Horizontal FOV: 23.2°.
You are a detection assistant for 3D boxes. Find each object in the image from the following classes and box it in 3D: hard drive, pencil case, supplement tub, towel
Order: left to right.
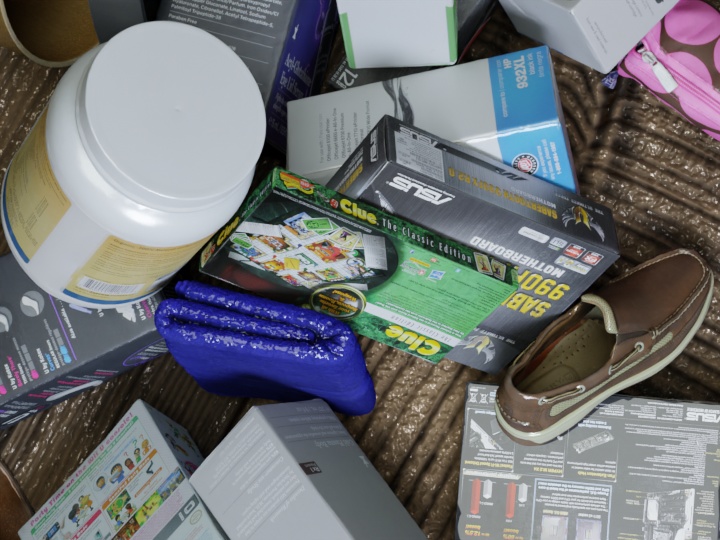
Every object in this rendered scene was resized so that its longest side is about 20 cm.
[{"bbox_3d":[-0.155,-0.069,1.189,0.143,0.200,0.146,9,68,-23],"label":"supplement tub"},{"bbox_3d":[-0.158,-0.223,1.310,0.042,0.200,0.136,16,79,2],"label":"hard drive"},{"bbox_3d":[-0.064,0.057,1.282,0.146,0.200,0.050,8,76,7],"label":"towel"},{"bbox_3d":[0.282,-0.122,1.285,0.199,0.094,0.091,35,111,11],"label":"pencil case"}]

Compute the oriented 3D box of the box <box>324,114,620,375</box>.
[{"bbox_3d":[0.059,-0.013,1.249,0.198,0.049,0.159,21,133,-25],"label":"box"}]

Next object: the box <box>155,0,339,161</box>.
[{"bbox_3d":[-0.080,-0.198,1.327,0.103,0.148,0.202,16,90,11],"label":"box"}]

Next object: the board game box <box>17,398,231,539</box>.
[{"bbox_3d":[-0.159,0.216,1.301,0.148,0.064,0.200,-46,44,7],"label":"board game box"}]

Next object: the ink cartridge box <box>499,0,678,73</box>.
[{"bbox_3d":[0.200,-0.249,1.278,0.200,0.068,0.116,-45,39,-8],"label":"ink cartridge box"}]

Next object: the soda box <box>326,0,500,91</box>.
[{"bbox_3d":[0.060,-0.201,1.341,0.063,0.071,0.201,37,93,12],"label":"soda box"}]

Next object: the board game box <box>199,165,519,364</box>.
[{"bbox_3d":[0.000,0.000,1.206,0.105,0.198,0.024,-45,34,37],"label":"board game box"}]

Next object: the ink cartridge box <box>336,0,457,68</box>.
[{"bbox_3d":[0.025,-0.266,1.233,0.083,0.146,0.202,-3,65,4],"label":"ink cartridge box"}]

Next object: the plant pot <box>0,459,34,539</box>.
[{"bbox_3d":[-0.376,0.232,1.337,0.198,0.200,0.201,-37,81,13],"label":"plant pot"}]

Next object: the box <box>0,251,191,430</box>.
[{"bbox_3d":[-0.233,0.038,1.351,0.198,0.122,0.107,-25,81,6],"label":"box"}]

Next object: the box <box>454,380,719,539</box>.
[{"bbox_3d":[0.171,0.169,1.308,0.197,0.050,0.160,4,87,10],"label":"box"}]

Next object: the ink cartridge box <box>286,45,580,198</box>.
[{"bbox_3d":[0.057,-0.068,1.289,0.197,0.146,0.084,-11,49,9],"label":"ink cartridge box"}]

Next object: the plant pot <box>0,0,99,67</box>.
[{"bbox_3d":[-0.299,-0.274,1.369,0.198,0.186,0.189,18,89,23],"label":"plant pot"}]

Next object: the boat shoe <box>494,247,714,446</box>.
[{"bbox_3d":[0.182,0.046,1.270,0.202,0.075,0.075,-41,61,-17],"label":"boat shoe"}]

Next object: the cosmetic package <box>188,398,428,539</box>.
[{"bbox_3d":[-0.018,0.194,1.236,0.200,0.107,0.090,48,109,20],"label":"cosmetic package"}]
